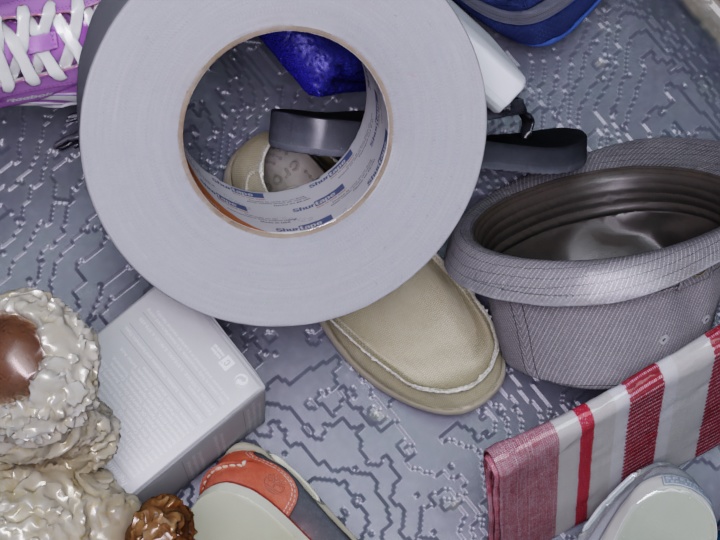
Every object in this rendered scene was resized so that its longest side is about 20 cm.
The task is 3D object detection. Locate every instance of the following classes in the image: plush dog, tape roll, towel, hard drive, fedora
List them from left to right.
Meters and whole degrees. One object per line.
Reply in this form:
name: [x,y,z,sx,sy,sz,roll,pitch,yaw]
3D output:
plush dog: [-0.168,0.105,1.001,0.199,0.160,0.173,-21,92,21]
towel: [-0.060,-0.176,1.168,0.050,0.148,0.200,-43,82,22]
tape roll: [-0.041,-0.077,1.041,0.199,0.066,0.202,-3,110,-9]
hard drive: [-0.001,-0.171,1.130,0.200,0.132,0.026,41,99,-17]
fedora: [0.141,0.004,1.144,0.200,0.176,0.091,-30,119,-43]
towel: [0.153,0.079,1.119,0.199,0.144,0.023,-28,65,-10]

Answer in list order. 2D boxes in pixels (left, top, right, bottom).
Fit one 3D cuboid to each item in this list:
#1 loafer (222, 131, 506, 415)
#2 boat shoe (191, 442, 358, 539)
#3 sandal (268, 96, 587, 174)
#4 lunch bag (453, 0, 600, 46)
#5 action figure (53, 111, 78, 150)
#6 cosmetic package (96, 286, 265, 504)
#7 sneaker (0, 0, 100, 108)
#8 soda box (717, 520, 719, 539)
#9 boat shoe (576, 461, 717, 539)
loafer: [0.000,0.000,1.161,0.200,0.068,0.076,43,79,6]
boat shoe: [-0.011,0.176,1.123,0.071,0.063,0.200,-39,100,23]
sandal: [0.046,-0.079,1.144,0.199,0.076,0.043,2,98,-34]
lunch bag: [0.111,-0.238,1.192,0.136,0.132,0.200,41,78,21]
action figure: [-0.175,-0.174,1.164,0.101,0.119,0.201,-17,85,-13]
cosmetic package: [-0.148,0.102,1.109,0.199,0.107,0.090,-36,81,-12]
sneaker: [-0.172,-0.108,1.062,0.199,0.114,0.073,-12,102,6]
soda box: [0.253,0.124,1.156,0.068,0.064,0.200,39,78,4]
boat shoe: [0.125,0.191,1.126,0.070,0.072,0.202,29,102,-4]
